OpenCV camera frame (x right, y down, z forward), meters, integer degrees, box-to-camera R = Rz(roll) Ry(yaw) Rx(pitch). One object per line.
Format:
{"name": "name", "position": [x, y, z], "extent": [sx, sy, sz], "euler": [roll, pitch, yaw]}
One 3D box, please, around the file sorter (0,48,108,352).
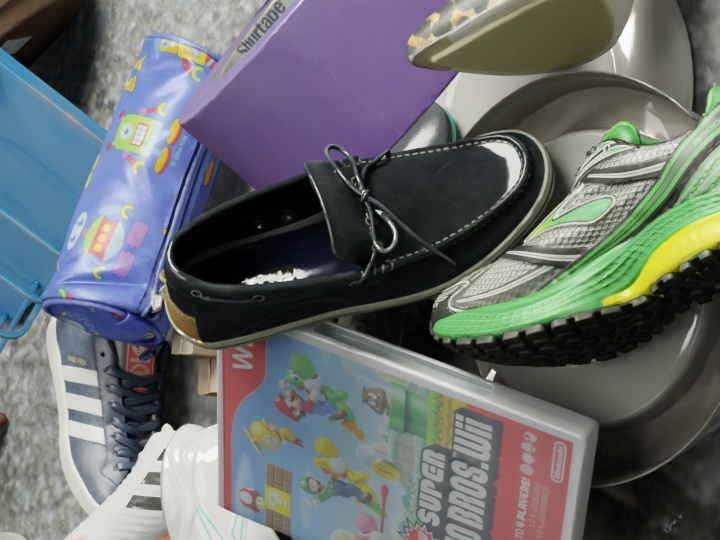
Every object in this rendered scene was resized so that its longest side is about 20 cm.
{"name": "file sorter", "position": [-0.265, -0.022, 1.340], "extent": [0.200, 0.139, 0.123], "euler": [-40, 18, 38]}

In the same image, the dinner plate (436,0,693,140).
{"name": "dinner plate", "position": [0.095, -0.084, 1.056], "extent": [0.200, 0.024, 0.201], "euler": [-10, 76, 48]}

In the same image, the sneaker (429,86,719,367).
{"name": "sneaker", "position": [0.115, -0.014, 0.889], "extent": [0.200, 0.078, 0.085], "euler": [-27, 64, 29]}

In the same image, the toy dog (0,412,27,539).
{"name": "toy dog", "position": [-0.281, 0.165, 1.397], "extent": [0.096, 0.132, 0.200], "euler": [-30, 58, -2]}

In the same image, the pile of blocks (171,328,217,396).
{"name": "pile of blocks", "position": [-0.059, 0.001, 1.188], "extent": [0.082, 0.062, 0.200], "euler": [48, 119, 43]}

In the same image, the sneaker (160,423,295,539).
{"name": "sneaker", "position": [-0.063, 0.185, 1.100], "extent": [0.080, 0.070, 0.201], "euler": [-5, 89, 21]}

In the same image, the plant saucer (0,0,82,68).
{"name": "plant saucer", "position": [-0.269, -0.150, 1.391], "extent": [0.029, 0.200, 0.200], "euler": [49, 127, 0]}

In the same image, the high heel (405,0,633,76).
{"name": "high heel", "position": [0.091, -0.174, 0.974], "extent": [0.071, 0.200, 0.143], "euler": [83, 161, -56]}

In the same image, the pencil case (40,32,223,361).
{"name": "pencil case", "position": [-0.130, -0.049, 1.234], "extent": [0.087, 0.078, 0.200], "euler": [8, 73, 38]}

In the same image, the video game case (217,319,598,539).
{"name": "video game case", "position": [0.017, 0.098, 0.978], "extent": [0.200, 0.017, 0.143], "euler": [20, 130, 21]}

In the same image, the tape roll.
{"name": "tape roll", "position": [-0.002, -0.128, 1.047], "extent": [0.200, 0.085, 0.200], "euler": [-47, 11, 12]}

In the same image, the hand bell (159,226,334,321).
{"name": "hand bell", "position": [-0.027, 0.080, 1.051], "extent": [0.104, 0.104, 0.200], "euler": [-3, 109, 49]}

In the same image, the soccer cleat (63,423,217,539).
{"name": "soccer cleat", "position": [-0.122, 0.142, 1.195], "extent": [0.200, 0.069, 0.085], "euler": [-32, 53, 11]}

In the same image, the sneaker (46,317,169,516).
{"name": "sneaker", "position": [-0.152, 0.081, 1.271], "extent": [0.085, 0.075, 0.200], "euler": [-52, 48, 36]}

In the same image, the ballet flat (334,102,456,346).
{"name": "ballet flat", "position": [0.000, 0.000, 1.096], "extent": [0.073, 0.073, 0.200], "euler": [33, 115, 47]}

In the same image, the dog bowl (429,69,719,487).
{"name": "dog bowl", "position": [0.121, 0.004, 0.961], "extent": [0.200, 0.059, 0.200], "euler": [-1, 88, 43]}

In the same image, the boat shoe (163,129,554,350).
{"name": "boat shoe", "position": [-0.002, -0.021, 0.935], "extent": [0.200, 0.062, 0.075], "euler": [-19, 58, 0]}
